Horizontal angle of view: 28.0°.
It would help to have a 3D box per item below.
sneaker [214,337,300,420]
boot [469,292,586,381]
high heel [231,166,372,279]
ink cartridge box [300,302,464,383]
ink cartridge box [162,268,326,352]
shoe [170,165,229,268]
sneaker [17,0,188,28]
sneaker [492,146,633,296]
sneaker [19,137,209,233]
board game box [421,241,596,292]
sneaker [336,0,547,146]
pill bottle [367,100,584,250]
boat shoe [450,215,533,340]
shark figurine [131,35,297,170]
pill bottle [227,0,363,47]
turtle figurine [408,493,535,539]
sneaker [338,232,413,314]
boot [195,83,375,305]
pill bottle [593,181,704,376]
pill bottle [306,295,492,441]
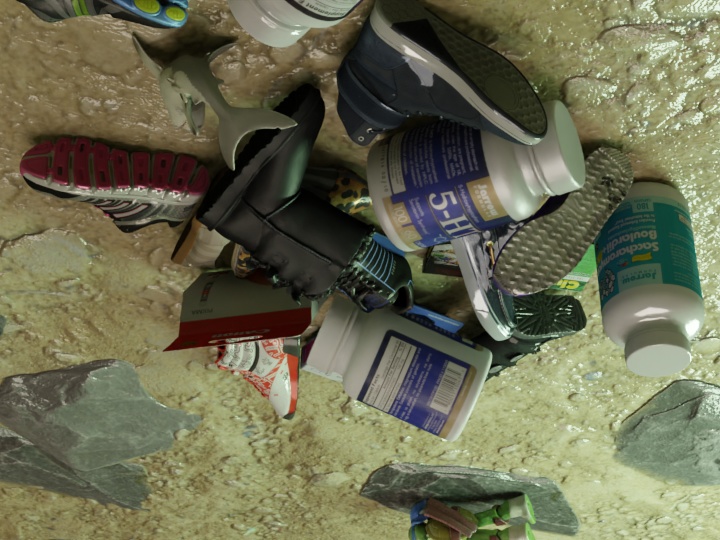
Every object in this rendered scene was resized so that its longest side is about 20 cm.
[{"bbox_3d":[-0.132,0.121,1.864,0.107,0.068,0.202,3,143,-2],"label":"sneaker"},{"bbox_3d":[0.156,0.087,1.790,0.164,0.066,0.200,12,151,-38],"label":"boot"},{"bbox_3d":[-0.067,-0.043,1.613,0.142,0.072,0.200,9,140,-12],"label":"high heel"},{"bbox_3d":[0.026,0.084,1.827,0.119,0.042,0.200,22,140,-28],"label":"ink cartridge box"},{"bbox_3d":[-0.129,0.037,1.643,0.161,0.050,0.200,-7,-170,10],"label":"ink cartridge box"},{"bbox_3d":[-0.157,-0.055,1.592,0.053,0.070,0.200,29,150,-8],"label":"shoe"},{"bbox_3d":[-0.251,-0.261,1.299,0.198,0.071,0.083,11,159,-14],"label":"sneaker"},{"bbox_3d":[0.209,-0.038,1.537,0.070,0.200,0.100,45,162,3],"label":"sneaker"},{"bbox_3d":[-0.266,-0.084,1.548,0.199,0.074,0.088,5,140,-16],"label":"sneaker"},{"bbox_3d":[0.180,-0.020,1.689,0.199,0.024,0.105,7,145,-10],"label":"board game box"},{"bbox_3d":[0.070,-0.158,1.392,0.202,0.077,0.146,36,134,-3],"label":"sneaker"},{"bbox_3d":[0.118,-0.101,1.467,0.199,0.120,0.120,-16,143,23],"label":"pill bottle"},{"bbox_3d":[0.158,-0.014,1.602,0.090,0.071,0.201,-15,117,17],"label":"boat shoe"},{"bbox_3d":[-0.141,-0.183,1.378,0.089,0.214,0.129,-34,113,-13],"label":"shark figurine"},{"bbox_3d":[-0.027,-0.277,1.223,0.111,0.112,0.200,23,141,-30],"label":"pill bottle"},{"bbox_3d":[0.184,0.437,2.272,0.193,0.201,0.144,-16,178,16],"label":"turtle figurine"},{"bbox_3d":[0.000,0.000,1.619,0.070,0.078,0.200,-28,157,29],"label":"sneaker"},{"bbox_3d":[-0.055,-0.072,1.485,0.162,0.073,0.199,35,105,-19],"label":"boot"},{"bbox_3d":[0.314,0.012,1.574,0.110,0.201,0.111,0,146,0],"label":"pill bottle"},{"bbox_3d":[0.044,0.110,1.712,0.199,0.120,0.120,24,145,2],"label":"pill bottle"}]
